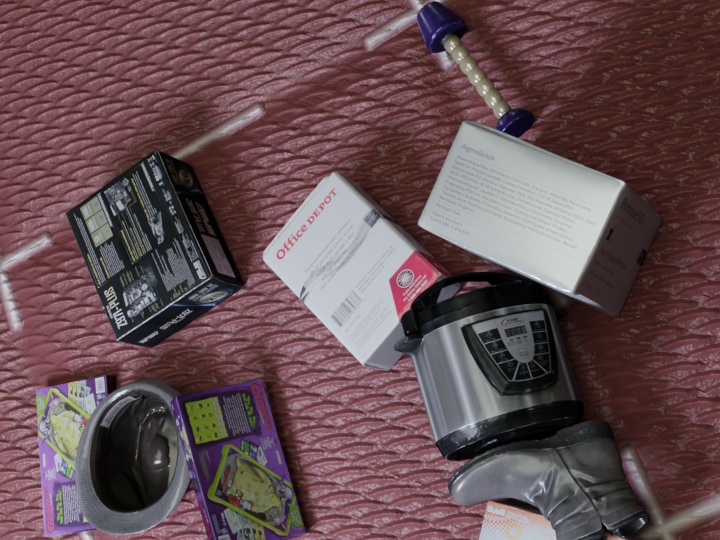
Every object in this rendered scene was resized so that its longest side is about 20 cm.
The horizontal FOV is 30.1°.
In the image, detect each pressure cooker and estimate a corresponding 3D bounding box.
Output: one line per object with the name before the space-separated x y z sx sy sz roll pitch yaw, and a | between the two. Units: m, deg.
pressure cooker | 0.142 0.098 1.502 0.178 0.176 0.201 -22 72 23

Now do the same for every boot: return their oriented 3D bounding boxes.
boot | 0.199 0.250 1.449 0.199 0.070 0.132 -22 58 10

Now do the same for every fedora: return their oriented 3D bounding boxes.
fedora | -0.271 0.243 1.714 0.176 0.090 0.201 -14 67 20

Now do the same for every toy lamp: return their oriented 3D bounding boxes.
toy lamp | 0.135 -0.246 1.629 0.058 0.058 0.200 -41 68 13

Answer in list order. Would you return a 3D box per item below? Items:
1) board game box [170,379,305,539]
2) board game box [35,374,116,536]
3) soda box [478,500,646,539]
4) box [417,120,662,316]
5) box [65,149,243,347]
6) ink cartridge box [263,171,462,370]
board game box | -0.150 0.241 1.643 0.032 0.120 0.201 -42 61 59
board game box | -0.376 0.249 1.797 0.120 0.032 0.201 -11 76 19
soda box | 0.234 0.311 1.485 0.199 0.064 0.069 12 87 27
box | 0.203 -0.055 1.485 0.200 0.199 0.131 25 92 26
box | -0.271 -0.027 1.762 0.164 0.086 0.200 -33 69 16
ink cartridge box | 0.000 0.000 1.634 0.145 0.083 0.200 -49 65 10
